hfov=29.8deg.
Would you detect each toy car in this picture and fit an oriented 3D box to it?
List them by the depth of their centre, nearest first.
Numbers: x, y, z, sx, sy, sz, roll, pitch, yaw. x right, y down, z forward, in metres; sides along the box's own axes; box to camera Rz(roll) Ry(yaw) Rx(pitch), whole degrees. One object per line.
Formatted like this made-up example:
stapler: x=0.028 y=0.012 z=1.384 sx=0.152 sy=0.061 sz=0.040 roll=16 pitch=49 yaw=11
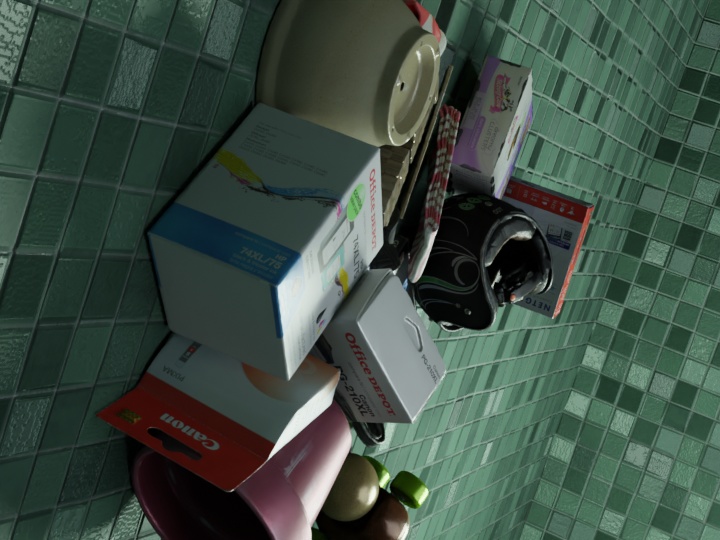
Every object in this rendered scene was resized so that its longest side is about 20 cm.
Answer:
toy car: x=-0.028 y=0.301 z=1.884 sx=0.165 sy=0.157 sz=0.201 roll=-50 pitch=129 yaw=-23

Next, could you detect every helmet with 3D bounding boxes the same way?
helmet: x=0.157 y=-0.009 z=1.927 sx=0.199 sy=0.190 sz=0.202 roll=-4 pitch=95 yaw=-40

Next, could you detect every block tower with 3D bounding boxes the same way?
block tower: x=0.037 y=-0.149 z=1.628 sx=0.054 sy=0.057 sz=0.201 roll=90 pitch=21 yaw=-65

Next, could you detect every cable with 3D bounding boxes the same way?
cable: x=-0.016 y=0.117 z=1.664 sx=0.050 sy=0.202 sz=0.097 roll=-31 pitch=160 yaw=22

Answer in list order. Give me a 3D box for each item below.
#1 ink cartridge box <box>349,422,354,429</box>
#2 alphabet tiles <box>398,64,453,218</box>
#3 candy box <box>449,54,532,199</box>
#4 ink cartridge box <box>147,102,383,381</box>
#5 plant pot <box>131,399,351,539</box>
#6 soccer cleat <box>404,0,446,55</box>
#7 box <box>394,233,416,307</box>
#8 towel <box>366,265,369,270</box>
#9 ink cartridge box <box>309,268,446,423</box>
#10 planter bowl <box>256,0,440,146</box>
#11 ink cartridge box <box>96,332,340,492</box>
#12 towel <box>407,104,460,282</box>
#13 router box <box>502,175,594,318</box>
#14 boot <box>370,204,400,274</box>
ink cartridge box: x=-0.067 y=0.215 z=1.651 sx=0.104 sy=0.059 sz=0.200 roll=-48 pitch=179 yaw=23
alphabet tiles: x=0.083 y=-0.168 z=1.758 sx=0.167 sy=0.007 sz=0.202 roll=-76 pitch=-176 yaw=-85
candy box: x=0.189 y=-0.191 z=1.956 sx=0.200 sy=0.071 sz=0.169 roll=64 pitch=46 yaw=-74
ink cartridge box: x=-0.086 y=-0.031 z=1.328 sx=0.201 sy=0.145 sz=0.147 roll=-55 pitch=156 yaw=-34
plant pot: x=-0.108 y=0.206 z=1.412 sx=0.179 sy=0.199 sz=0.201 roll=-45 pitch=150 yaw=-39
soccer cleat: x=0.029 y=-0.225 z=1.581 sx=0.201 sy=0.068 sz=0.073 roll=-57 pitch=134 yaw=-21
box: x=0.011 y=0.080 z=1.840 sx=0.201 sy=0.049 sz=0.199 roll=-59 pitch=159 yaw=-28
towel: x=-0.020 y=-0.026 z=1.527 sx=0.146 sy=0.024 sz=0.201 roll=92 pitch=-11 yaw=-47
ink cartridge box: x=-0.029 y=0.083 z=1.447 sx=0.085 sy=0.199 sz=0.146 roll=-53 pitch=125 yaw=-38
planter bowl: x=0.000 y=-0.206 z=1.400 sx=0.201 sy=0.134 sz=0.201 roll=-53 pitch=154 yaw=-39
ink cartridge box: x=-0.136 y=0.118 z=1.326 sx=0.200 sy=0.161 sz=0.051 roll=-34 pitch=146 yaw=-57
towel: x=0.092 y=-0.100 z=1.792 sx=0.147 sy=0.030 sz=0.202 roll=103 pitch=-1 yaw=-61
router box: x=0.236 y=-0.046 z=2.076 sx=0.049 sy=0.198 sz=0.181 roll=-21 pitch=129 yaw=-68
boot: x=0.000 y=0.000 z=1.647 sx=0.201 sy=0.069 sz=0.133 roll=-85 pitch=-171 yaw=-58
